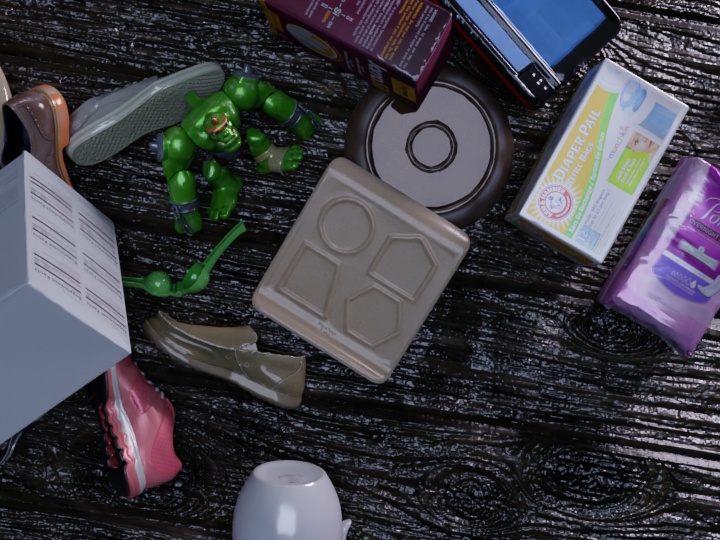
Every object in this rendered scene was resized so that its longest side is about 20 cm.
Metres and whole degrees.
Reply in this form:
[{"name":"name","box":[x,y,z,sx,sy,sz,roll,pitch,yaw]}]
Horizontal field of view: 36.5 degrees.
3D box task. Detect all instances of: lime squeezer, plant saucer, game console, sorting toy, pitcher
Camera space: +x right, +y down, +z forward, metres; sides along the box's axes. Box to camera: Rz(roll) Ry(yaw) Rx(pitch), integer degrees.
[{"name":"lime squeezer","box":[-0.217,0.003,1.236,0.198,0.071,0.038,-15,54,4]},{"name":"plant saucer","box":[0.080,-0.141,1.261,0.198,0.032,0.202,0,89,-2]},{"name":"game console","box":[0.181,-0.301,1.224,0.119,0.172,0.200,-42,91,25]},{"name":"sorting toy","box":[0.000,0.000,1.247,0.184,0.036,0.201,31,96,-2]},{"name":"pitcher","box":[-0.059,0.319,1.224,0.170,0.121,0.202,-2,101,-22]}]

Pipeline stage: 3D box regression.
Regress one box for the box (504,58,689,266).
[{"name":"box","box":[0.261,-0.118,1.230,0.112,0.101,0.201,29,89,-2]}]

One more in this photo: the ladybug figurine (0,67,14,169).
[{"name":"ladybug figurine","box":[-0.453,-0.190,1.221,0.135,0.072,0.201,-22,88,3]}]

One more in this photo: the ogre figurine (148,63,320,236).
[{"name":"ogre figurine","box":[-0.150,-0.140,1.215,0.199,0.098,0.120,-30,125,11]}]

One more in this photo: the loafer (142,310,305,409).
[{"name":"loafer","box":[-0.149,0.089,1.235,0.199,0.076,0.068,26,88,-11]}]

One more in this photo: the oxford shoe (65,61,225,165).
[{"name":"oxford shoe","box":[-0.248,-0.189,1.235,0.199,0.075,0.058,-28,63,-2]}]

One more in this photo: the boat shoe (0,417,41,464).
[{"name":"boat shoe","box":[-0.359,0.144,1.206,0.200,0.063,0.073,-44,129,14]}]

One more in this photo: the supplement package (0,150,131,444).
[{"name":"supplement package","box":[-0.360,0.029,1.124,0.191,0.201,0.147,-33,135,14]}]

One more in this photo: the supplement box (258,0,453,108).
[{"name":"supplement box","box":[-0.003,-0.272,1.202,0.199,0.110,0.086,29,85,8]}]

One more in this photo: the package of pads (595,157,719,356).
[{"name":"package of pads","box":[0.372,-0.016,1.247,0.120,0.076,0.201,32,89,-4]}]

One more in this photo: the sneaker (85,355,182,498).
[{"name":"sneaker","box":[-0.256,0.152,1.242,0.086,0.074,0.202,-8,80,-35]}]

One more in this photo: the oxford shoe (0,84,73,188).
[{"name":"oxford shoe","box":[-0.363,-0.099,1.201,0.071,0.073,0.202,12,114,28]}]
